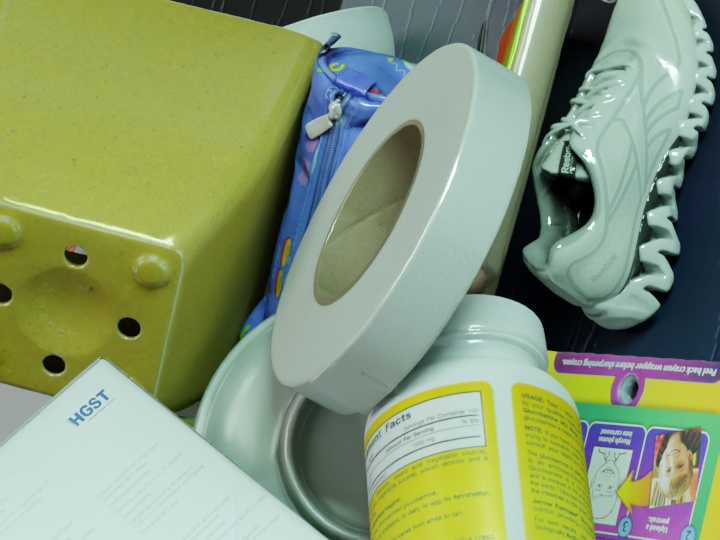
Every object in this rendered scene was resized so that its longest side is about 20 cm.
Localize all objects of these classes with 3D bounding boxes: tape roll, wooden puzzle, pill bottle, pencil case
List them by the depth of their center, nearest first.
[{"bbox_3d":[0.060,0.118,1.411,0.112,0.112,0.201,-37,44,39],"label":"pill bottle"},{"bbox_3d":[0.019,-0.021,1.454,0.203,0.037,0.203,-53,18,26],"label":"tape roll"},{"bbox_3d":[0.080,-0.076,1.563,0.200,0.037,0.186,86,-161,-80],"label":"wooden puzzle"},{"bbox_3d":[-0.010,-0.028,1.597,0.078,0.087,0.201,30,114,33],"label":"pencil case"}]

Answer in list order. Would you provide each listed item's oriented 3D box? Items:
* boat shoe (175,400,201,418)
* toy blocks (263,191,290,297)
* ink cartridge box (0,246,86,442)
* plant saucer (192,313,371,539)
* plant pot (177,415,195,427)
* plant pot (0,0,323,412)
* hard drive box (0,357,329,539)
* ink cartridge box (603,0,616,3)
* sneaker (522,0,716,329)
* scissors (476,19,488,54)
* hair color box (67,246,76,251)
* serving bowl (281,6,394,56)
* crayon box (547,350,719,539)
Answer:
[{"bbox_3d":[-0.103,0.126,1.738,0.076,0.060,0.201,37,121,34],"label":"boat shoe"},{"bbox_3d":[0.000,0.000,1.700,0.200,0.100,0.137,-14,73,45],"label":"toy blocks"},{"bbox_3d":[-0.153,0.085,1.809,0.200,0.146,0.083,-55,38,21],"label":"ink cartridge box"},{"bbox_3d":[0.008,0.101,1.526,0.050,0.199,0.201,115,165,-72],"label":"plant saucer"},{"bbox_3d":[-0.078,0.163,1.616,0.200,0.189,0.201,-31,49,44],"label":"plant pot"},{"bbox_3d":[-0.144,-0.027,1.586,0.200,0.195,0.195,-78,3,-58],"label":"plant pot"},{"bbox_3d":[-0.114,0.165,1.440,0.200,0.156,0.077,38,147,16],"label":"hard drive box"},{"bbox_3d":[0.149,-0.272,1.607,0.146,0.084,0.200,-43,33,33],"label":"ink cartridge box"},{"bbox_3d":[0.139,-0.073,1.541,0.075,0.081,0.201,-14,60,53],"label":"sneaker"},{"bbox_3d":[0.068,-0.106,1.607,0.200,0.014,0.073,-75,-2,-47],"label":"scissors"},{"bbox_3d":[-0.150,-0.056,1.914,0.064,0.111,0.201,-37,45,37],"label":"hair color box"},{"bbox_3d":[-0.063,-0.094,1.769,0.200,0.200,0.066,-28,84,45],"label":"serving bowl"},{"bbox_3d":[0.142,0.134,1.440,0.200,0.058,0.173,2,75,56],"label":"crayon box"}]
